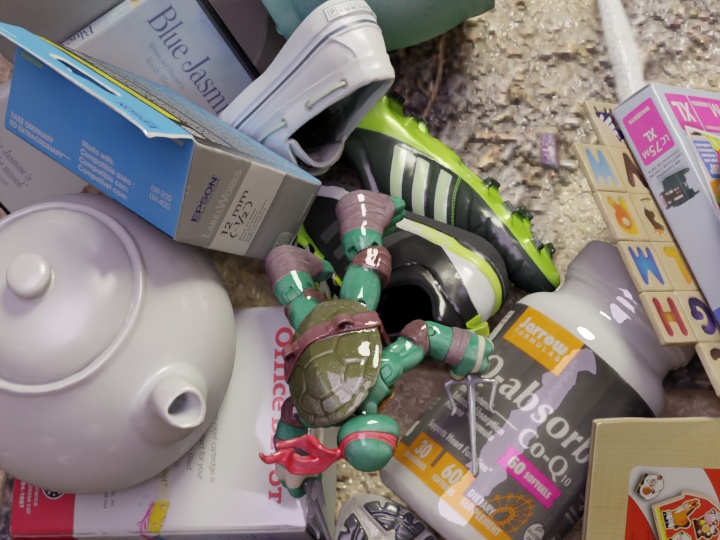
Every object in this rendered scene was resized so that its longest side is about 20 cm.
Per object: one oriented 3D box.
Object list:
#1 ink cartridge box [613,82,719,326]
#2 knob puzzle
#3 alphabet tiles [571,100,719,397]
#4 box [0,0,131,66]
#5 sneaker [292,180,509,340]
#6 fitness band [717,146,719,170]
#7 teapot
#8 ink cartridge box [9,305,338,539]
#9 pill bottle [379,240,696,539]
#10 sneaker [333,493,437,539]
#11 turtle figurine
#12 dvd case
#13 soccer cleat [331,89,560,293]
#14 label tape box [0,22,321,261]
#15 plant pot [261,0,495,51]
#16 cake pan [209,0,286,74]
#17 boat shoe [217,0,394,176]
[{"bbox_3d":[0.242,-0.021,0.912,0.042,0.119,0.201,-36,66,38],"label":"ink cartridge box"},{"bbox_3d":[0.224,0.175,0.872,0.218,0.030,0.222,-1,97,-6],"label":"knob puzzle"},{"bbox_3d":[0.205,-0.016,0.906,0.006,0.166,0.201,-37,64,37],"label":"alphabet tiles"},{"bbox_3d":[-0.216,-0.208,0.979,0.097,0.200,0.125,-31,70,1],"label":"box"},{"bbox_3d":[0.000,0.000,0.949,0.199,0.072,0.083,14,46,32],"label":"sneaker"},{"bbox_3d":[0.282,-0.001,0.876,0.200,0.144,0.037,50,128,-4],"label":"fitness band"},{"bbox_3d":[-0.177,0.028,0.877,0.198,0.146,0.199,-9,64,8],"label":"teapot"},{"bbox_3d":[-0.117,0.107,0.960,0.198,0.086,0.149,-1,70,10],"label":"ink cartridge box"},{"bbox_3d":[0.114,0.087,0.904,0.116,0.116,0.200,38,84,20],"label":"pill bottle"},{"bbox_3d":[0.053,0.220,0.897,0.077,0.080,0.201,-32,88,-6],"label":"sneaker"},{"bbox_3d":[0.001,0.056,0.846,0.149,0.101,0.201,-22,52,12],"label":"turtle figurine"},{"bbox_3d":[-0.165,-0.099,1.003,0.199,0.143,0.018,-33,40,5],"label":"dvd case"},{"bbox_3d":[0.051,-0.041,0.991,0.200,0.067,0.081,44,102,22],"label":"soccer cleat"},{"bbox_3d":[-0.131,-0.073,0.872,0.143,0.200,0.066,32,99,24],"label":"label tape box"},{"bbox_3d":[-0.018,-0.225,0.988,0.134,0.200,0.201,-33,69,4],"label":"plant pot"},{"bbox_3d":[-0.147,-0.171,1.080,0.198,0.037,0.202,-4,72,11],"label":"cake pan"},{"bbox_3d":[-0.043,-0.093,0.962,0.073,0.200,0.067,-14,68,-32],"label":"boat shoe"}]
